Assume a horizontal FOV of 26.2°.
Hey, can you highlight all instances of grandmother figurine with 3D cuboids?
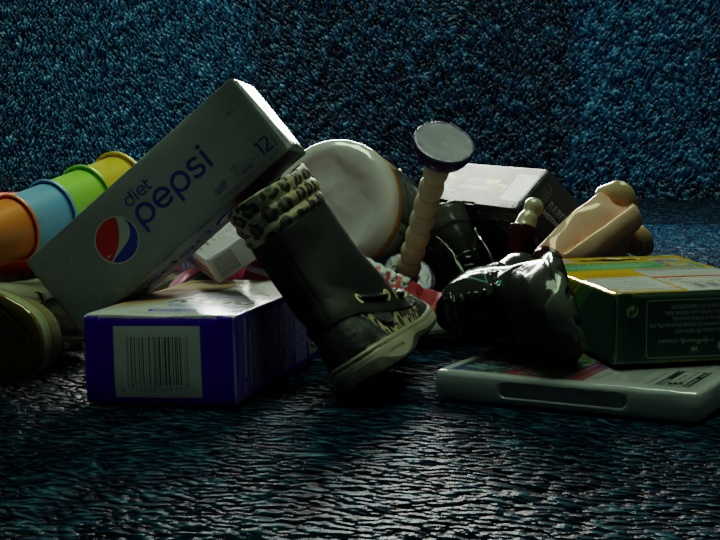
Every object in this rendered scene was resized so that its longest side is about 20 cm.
[{"bbox_3d":[0.155,0.000,1.237,0.200,0.122,0.060,-39,14,-34],"label":"grandmother figurine"}]

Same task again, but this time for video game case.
[{"bbox_3d":[0.175,0.070,1.064,0.181,0.023,0.200,3,8,29],"label":"video game case"}]

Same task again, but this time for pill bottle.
[{"bbox_3d":[0.001,-0.047,1.435,0.115,0.118,0.200,1,-7,15],"label":"pill bottle"}]

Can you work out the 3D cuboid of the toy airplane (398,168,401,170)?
[{"bbox_3d":[0.107,-0.061,1.710,0.198,0.143,0.199,-2,6,-9],"label":"toy airplane"}]

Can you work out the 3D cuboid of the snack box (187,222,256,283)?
[{"bbox_3d":[-0.109,-0.031,1.247,0.072,0.024,0.200,-35,16,-9],"label":"snack box"}]

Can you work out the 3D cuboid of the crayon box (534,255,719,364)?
[{"bbox_3d":[0.209,0.026,1.113,0.124,0.052,0.200,-2,8,-10],"label":"crayon box"}]

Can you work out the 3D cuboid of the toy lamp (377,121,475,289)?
[{"bbox_3d":[0.048,-0.033,1.302,0.058,0.201,0.059,7,43,-6],"label":"toy lamp"}]

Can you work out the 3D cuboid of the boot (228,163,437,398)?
[{"bbox_3d":[-0.019,0.000,1.091,0.073,0.151,0.200,-33,3,15],"label":"boot"}]

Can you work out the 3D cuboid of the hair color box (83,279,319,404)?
[{"bbox_3d":[-0.107,0.047,1.099,0.108,0.066,0.200,0,5,14],"label":"hair color box"}]

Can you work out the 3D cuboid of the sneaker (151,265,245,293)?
[{"bbox_3d":[-0.125,0.022,1.333,0.095,0.080,0.199,-10,-1,33],"label":"sneaker"}]

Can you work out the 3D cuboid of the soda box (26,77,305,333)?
[{"bbox_3d":[-0.137,-0.045,1.095,0.200,0.068,0.063,-41,-5,8],"label":"soda box"}]

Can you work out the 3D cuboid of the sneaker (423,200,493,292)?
[{"bbox_3d":[0.092,0.011,1.398,0.060,0.105,0.200,-20,-28,-7],"label":"sneaker"}]

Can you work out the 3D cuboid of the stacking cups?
[{"bbox_3d":[-0.236,-0.032,1.126,0.060,0.061,0.200,3,21,31],"label":"stacking cups"}]

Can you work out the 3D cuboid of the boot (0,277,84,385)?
[{"bbox_3d":[-0.249,0.039,1.146,0.199,0.073,0.154,1,4,41],"label":"boot"}]

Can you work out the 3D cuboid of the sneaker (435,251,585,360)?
[{"bbox_3d":[0.102,0.031,1.071,0.079,0.076,0.200,-15,2,-5],"label":"sneaker"}]

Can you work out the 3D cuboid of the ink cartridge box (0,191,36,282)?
[{"bbox_3d":[-0.277,-0.012,1.273,0.115,0.068,0.200,-2,-20,-20],"label":"ink cartridge box"}]

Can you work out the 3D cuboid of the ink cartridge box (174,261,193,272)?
[{"bbox_3d":[-0.143,0.001,1.461,0.199,0.077,0.136,-7,8,-37],"label":"ink cartridge box"}]

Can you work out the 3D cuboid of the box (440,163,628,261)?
[{"bbox_3d":[0.162,-0.026,1.405,0.158,0.051,0.200,45,-9,-18],"label":"box"}]

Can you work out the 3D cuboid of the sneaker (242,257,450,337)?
[{"bbox_3d":[0.000,0.000,1.269,0.198,0.114,0.071,0,-3,-1],"label":"sneaker"}]
